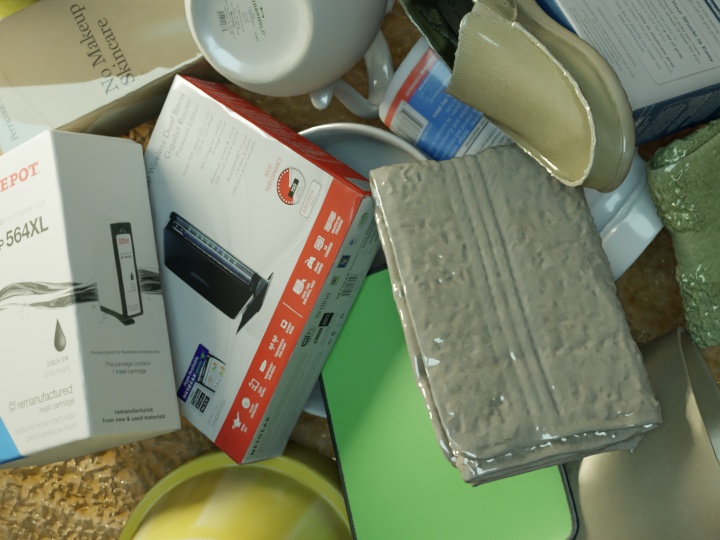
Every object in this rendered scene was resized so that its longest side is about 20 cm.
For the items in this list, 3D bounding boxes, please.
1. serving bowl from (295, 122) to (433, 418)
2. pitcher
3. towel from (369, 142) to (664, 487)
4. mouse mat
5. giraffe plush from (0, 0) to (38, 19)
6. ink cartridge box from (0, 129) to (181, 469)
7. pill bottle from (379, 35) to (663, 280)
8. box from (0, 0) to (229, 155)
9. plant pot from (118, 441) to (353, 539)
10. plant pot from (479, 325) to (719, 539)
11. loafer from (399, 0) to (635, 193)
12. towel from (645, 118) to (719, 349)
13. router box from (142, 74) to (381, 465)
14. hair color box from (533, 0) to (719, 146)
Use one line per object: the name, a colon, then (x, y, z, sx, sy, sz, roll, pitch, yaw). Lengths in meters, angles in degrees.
serving bowl: (0.000, 0.000, 0.835, 0.198, 0.066, 0.203, 1, 92, 29)
pitcher: (-0.027, -0.164, 0.776, 0.120, 0.200, 0.174, -11, 110, 22)
towel: (0.089, 0.019, 0.707, 0.131, 0.035, 0.202, -11, 69, -9)
mouse mat: (0.046, 0.089, 0.761, 0.159, 0.007, 0.203, -19, 76, 29)
giraffe plush: (-0.284, -0.249, 0.839, 0.170, 0.162, 0.203, -4, 88, 7)
ink cartridge box: (-0.210, 0.024, 0.814, 0.145, 0.084, 0.203, -19, 77, 37)
pill bottle: (0.119, -0.087, 0.812, 0.199, 0.112, 0.113, 39, 94, 5)
box: (-0.173, -0.155, 0.850, 0.198, 0.078, 0.096, -28, 85, -5)
plant pot: (-0.084, 0.224, 0.794, 0.198, 0.189, 0.204, 0, 90, 6)
plant pot: (0.153, 0.162, 0.783, 0.198, 0.187, 0.189, -25, 86, 19)
loafer: (0.086, -0.118, 0.708, 0.068, 0.076, 0.201, -19, 56, -24)
towel: (0.278, -0.049, 0.778, 0.198, 0.036, 0.150, -28, 111, -18)
router box: (-0.090, -0.002, 0.817, 0.179, 0.049, 0.202, 33, 107, 28)
hair color box: (0.203, -0.146, 0.769, 0.198, 0.061, 0.101, -19, 71, -28)
